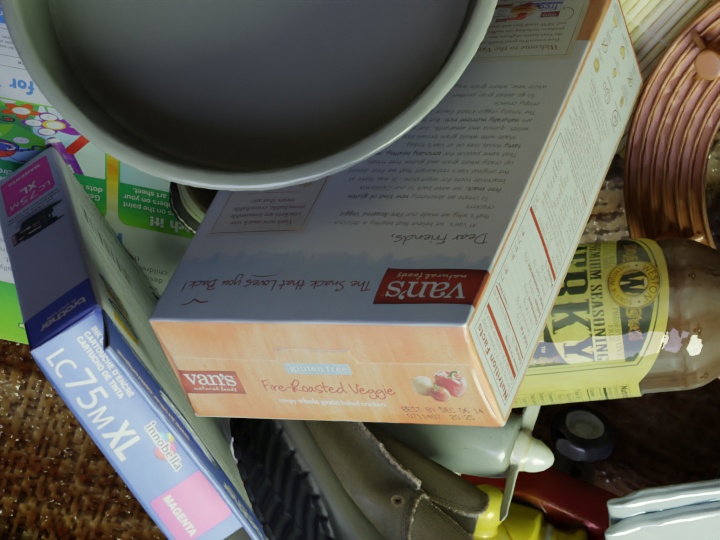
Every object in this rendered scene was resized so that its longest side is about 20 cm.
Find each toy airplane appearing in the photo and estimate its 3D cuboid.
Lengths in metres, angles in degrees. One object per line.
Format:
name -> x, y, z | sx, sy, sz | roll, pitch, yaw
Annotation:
toy airplane -> 0.024, 0.126, 1.208 | 0.199, 0.141, 0.200 | -31, 125, 17

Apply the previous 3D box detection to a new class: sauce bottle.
sauce bottle -> 0.101, 0.019, 1.091 | 0.199, 0.065, 0.065 | -7, 127, 8

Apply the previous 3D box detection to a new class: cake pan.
cake pan -> -0.041, -0.126, 1.056 | 0.199, 0.201, 0.037 | 9, 172, 9

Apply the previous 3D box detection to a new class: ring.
ring -> 0.198, -0.025, 1.096 | 0.199, 0.019, 0.202 | 8, 111, 22

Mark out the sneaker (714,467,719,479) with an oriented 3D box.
sneaker -> 0.181, 0.148, 1.268 | 0.082, 0.075, 0.200 | 10, 147, -19

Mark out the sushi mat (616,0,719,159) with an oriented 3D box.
sushi mat -> 0.141, -0.124, 1.100 | 0.095, 0.012, 0.200 | 34, 129, -12

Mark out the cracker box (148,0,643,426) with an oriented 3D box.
cracker box -> 0.019, -0.029, 1.073 | 0.133, 0.200, 0.058 | 1, 133, 27

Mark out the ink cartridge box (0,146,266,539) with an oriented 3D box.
ink cartridge box -> -0.098, 0.038, 1.129 | 0.042, 0.200, 0.120 | -33, 117, 1

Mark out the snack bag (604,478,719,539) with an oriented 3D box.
snack bag -> 0.208, 0.144, 1.203 | 0.199, 0.021, 0.189 | -9, 139, 0

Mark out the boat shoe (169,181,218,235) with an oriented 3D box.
boat shoe -> 0.000, -0.001, 1.182 | 0.200, 0.072, 0.066 | 18, 141, -27

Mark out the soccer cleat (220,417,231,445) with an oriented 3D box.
soccer cleat -> -0.034, 0.093, 1.301 | 0.200, 0.070, 0.086 | 37, 116, -20

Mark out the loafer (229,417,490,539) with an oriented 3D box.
loafer -> 0.015, 0.108, 1.120 | 0.200, 0.071, 0.073 | 55, 152, 19

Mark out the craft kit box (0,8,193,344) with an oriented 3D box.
craft kit box -> -0.135, -0.049, 1.221 | 0.199, 0.049, 0.198 | 12, 128, 7
